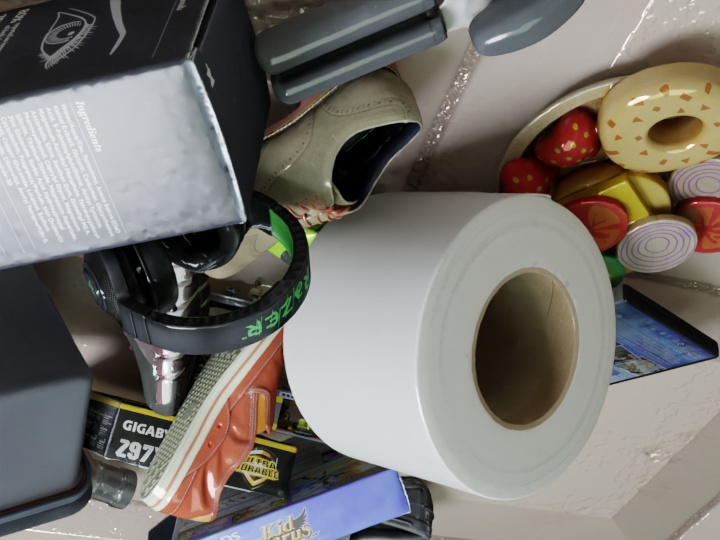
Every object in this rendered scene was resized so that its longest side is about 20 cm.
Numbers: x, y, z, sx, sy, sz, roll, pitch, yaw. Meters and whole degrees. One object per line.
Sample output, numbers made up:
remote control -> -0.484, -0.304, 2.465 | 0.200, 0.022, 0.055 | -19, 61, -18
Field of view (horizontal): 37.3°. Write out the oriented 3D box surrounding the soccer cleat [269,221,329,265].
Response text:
soccer cleat -> 0.000, 0.000, 0.838 | 0.081, 0.068, 0.200 | -12, 143, 42

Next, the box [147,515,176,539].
box -> -0.135, 0.368, 1.195 | 0.199, 0.149, 0.107 | 26, 133, -30

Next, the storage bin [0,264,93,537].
storage bin -> -0.287, 0.079, 0.807 | 0.145, 0.200, 0.135 | -10, 138, -37

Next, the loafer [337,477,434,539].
loafer -> -0.020, 0.267, 1.140 | 0.199, 0.071, 0.068 | -6, 140, 4

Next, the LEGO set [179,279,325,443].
LEGO set -> -0.078, 0.074, 0.903 | 0.198, 0.117, 0.154 | 12, 170, 6

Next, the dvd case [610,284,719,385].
dvd case -> 0.181, 0.069, 0.912 | 0.142, 0.018, 0.199 | 26, 146, -37

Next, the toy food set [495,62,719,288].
toy food set -> 0.198, -0.062, 0.774 | 0.199, 0.049, 0.198 | -25, 135, 24

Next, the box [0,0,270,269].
box -> -0.164, -0.091, 0.633 | 0.198, 0.148, 0.105 | -9, 125, 10

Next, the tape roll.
tape roll -> 0.065, 0.047, 0.748 | 0.139, 0.204, 0.202 | 6, 156, 49

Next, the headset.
headset -> -0.122, -0.008, 0.676 | 0.199, 0.123, 0.094 | 28, 141, 25

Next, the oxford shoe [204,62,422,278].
oxford shoe -> -0.042, -0.056, 0.709 | 0.200, 0.075, 0.070 | -46, 141, 20

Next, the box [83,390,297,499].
box -> -0.167, 0.144, 0.922 | 0.159, 0.050, 0.200 | 21, 169, -26

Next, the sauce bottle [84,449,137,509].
sauce bottle -> -0.313, 0.187, 1.037 | 0.199, 0.065, 0.065 | 28, 132, -29

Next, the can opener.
can opener -> 0.035, -0.147, 0.643 | 0.199, 0.067, 0.053 | -22, 139, 7

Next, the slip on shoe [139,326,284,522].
slip on shoe -> -0.089, 0.096, 0.798 | 0.061, 0.201, 0.074 | 33, 168, -19

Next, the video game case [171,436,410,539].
video game case -> -0.064, 0.198, 0.950 | 0.199, 0.181, 0.046 | -20, 99, -1

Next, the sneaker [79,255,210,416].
sneaker -> -0.174, 0.005, 0.793 | 0.114, 0.076, 0.202 | 8, 105, 6
